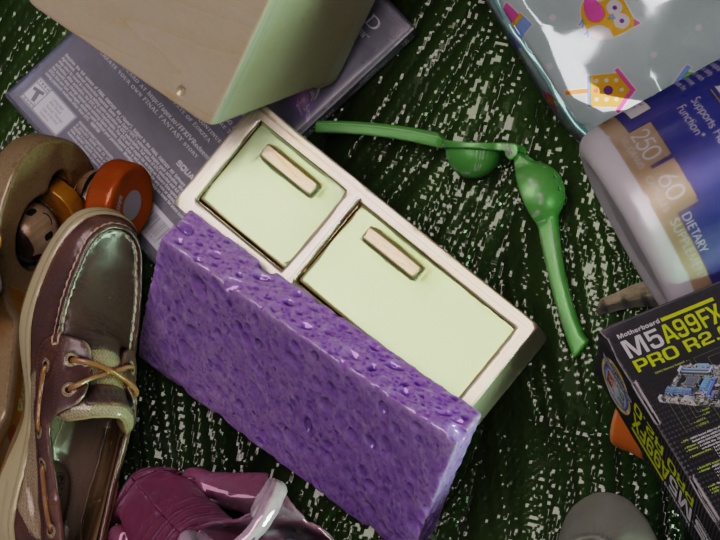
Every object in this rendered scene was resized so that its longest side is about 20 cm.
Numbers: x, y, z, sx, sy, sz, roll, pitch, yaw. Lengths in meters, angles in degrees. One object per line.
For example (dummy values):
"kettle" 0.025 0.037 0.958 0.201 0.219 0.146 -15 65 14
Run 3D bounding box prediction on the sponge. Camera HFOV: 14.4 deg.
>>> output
"sponge" -0.032 0.062 1.544 0.200 0.112 0.030 35 51 16

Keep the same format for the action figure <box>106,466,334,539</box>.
"action figure" -0.094 0.155 1.517 0.134 0.149 0.200 -44 41 -8

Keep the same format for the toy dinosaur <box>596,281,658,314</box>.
"toy dinosaur" 0.231 0.010 1.529 0.200 0.047 0.088 18 90 18

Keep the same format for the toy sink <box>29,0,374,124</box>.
"toy sink" -0.064 -0.169 1.564 0.130 0.200 0.112 34 117 15

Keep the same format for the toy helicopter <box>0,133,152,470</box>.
"toy helicopter" -0.192 0.023 1.580 0.079 0.132 0.200 15 102 26

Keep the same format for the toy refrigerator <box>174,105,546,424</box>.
"toy refrigerator" 0.000 0.000 1.558 0.200 0.070 0.076 40 90 12

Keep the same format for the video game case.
"video game case" -0.087 -0.118 1.637 0.200 0.019 0.143 -43 74 1

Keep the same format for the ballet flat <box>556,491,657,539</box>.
"ballet flat" 0.124 0.198 1.476 0.067 0.064 0.200 -15 58 24

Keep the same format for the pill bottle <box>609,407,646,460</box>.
"pill bottle" 0.232 0.096 1.479 0.200 0.106 0.106 23 85 16

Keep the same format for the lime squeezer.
"lime squeezer" 0.069 -0.044 1.584 0.200 0.038 0.071 41 118 13

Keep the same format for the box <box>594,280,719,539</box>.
"box" 0.240 0.065 1.410 0.200 0.044 0.160 -22 58 -12

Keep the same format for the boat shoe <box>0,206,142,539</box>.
"boat shoe" -0.145 0.068 1.534 0.072 0.072 0.200 17 93 51

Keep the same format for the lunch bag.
"lunch bag" 0.151 -0.167 1.564 0.160 0.077 0.200 -32 74 3

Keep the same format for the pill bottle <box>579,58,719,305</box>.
"pill bottle" 0.224 -0.066 1.472 0.200 0.116 0.116 -29 74 0
